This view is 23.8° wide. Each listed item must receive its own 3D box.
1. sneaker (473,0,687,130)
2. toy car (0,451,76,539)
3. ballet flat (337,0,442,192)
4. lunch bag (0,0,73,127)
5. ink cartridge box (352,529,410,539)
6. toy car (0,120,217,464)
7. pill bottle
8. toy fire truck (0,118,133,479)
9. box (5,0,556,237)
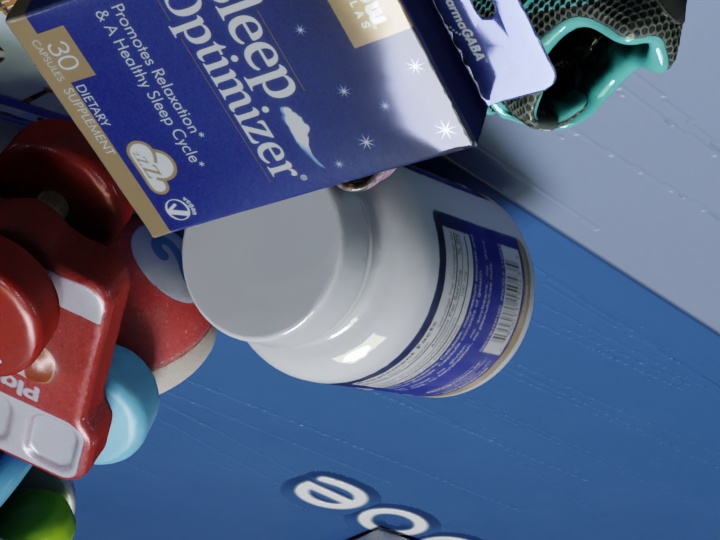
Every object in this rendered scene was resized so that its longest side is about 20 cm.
[{"bbox_3d":[0.070,-0.099,0.778,0.077,0.092,0.199,26,144,-31],"label":"sneaker"},{"bbox_3d":[-0.314,0.169,1.274,0.198,0.175,0.151,-1,114,11],"label":"toy car"},{"bbox_3d":[0.016,-0.114,0.726,0.068,0.071,0.201,12,132,2],"label":"ballet flat"},{"bbox_3d":[-0.116,-0.110,0.810,0.198,0.076,0.160,19,150,-21],"label":"lunch bag"},{"bbox_3d":[0.050,0.309,1.500,0.199,0.084,0.146,25,145,-29],"label":"ink cartridge box"},{"bbox_3d":[-0.176,-0.029,0.912,0.175,0.185,0.202,-3,121,14],"label":"toy car"},{"bbox_3d":[0.000,0.000,0.875,0.119,0.121,0.200,-12,167,27],"label":"pill bottle"},{"bbox_3d":[-0.203,0.008,0.798,0.198,0.113,0.169,23,131,2],"label":"toy fire truck"},{"bbox_3d":[-0.033,-0.088,0.694,0.198,0.033,0.122,-15,124,27],"label":"box"}]
